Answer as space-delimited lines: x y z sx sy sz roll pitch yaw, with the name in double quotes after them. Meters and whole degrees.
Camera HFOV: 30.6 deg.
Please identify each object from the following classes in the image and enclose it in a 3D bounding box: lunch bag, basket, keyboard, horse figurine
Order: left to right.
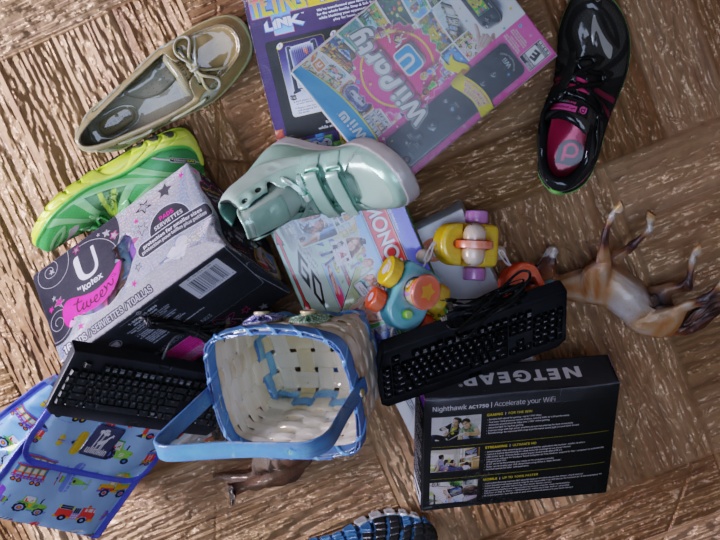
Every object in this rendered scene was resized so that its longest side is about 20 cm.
-0.280 0.168 1.321 0.150 0.094 0.200 21 127 -38 "lunch bag"
-0.192 0.097 1.256 0.199 0.021 0.128 14 107 -42 "keyboard"
-0.077 0.116 1.218 0.175 0.200 0.140 -3 117 23 "basket"
0.110 0.067 1.241 0.199 0.040 0.105 -19 125 -15 "keyboard"
0.281 0.013 1.323 0.199 0.050 0.133 29 117 -11 "horse figurine"

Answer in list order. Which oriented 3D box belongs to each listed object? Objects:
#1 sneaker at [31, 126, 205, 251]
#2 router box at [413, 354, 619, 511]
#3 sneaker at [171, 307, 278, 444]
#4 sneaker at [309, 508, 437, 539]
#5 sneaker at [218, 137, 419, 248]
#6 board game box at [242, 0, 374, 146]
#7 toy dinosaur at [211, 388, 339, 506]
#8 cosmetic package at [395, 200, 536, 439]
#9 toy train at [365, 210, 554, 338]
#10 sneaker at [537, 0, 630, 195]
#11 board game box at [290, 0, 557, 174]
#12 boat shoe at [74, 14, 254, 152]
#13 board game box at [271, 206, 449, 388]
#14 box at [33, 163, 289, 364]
-0.243 -0.067 1.323 0.199 0.074 0.084 -29 97 10 "sneaker"
0.156 0.165 1.334 0.199 0.051 0.150 -4 124 -6 "router box"
-0.154 0.108 1.377 0.082 0.077 0.200 44 99 14 "sneaker"
-0.004 0.323 1.421 0.199 0.075 0.087 -20 113 13 "sneaker"
-0.043 -0.060 1.186 0.118 0.200 0.074 -46 124 -28 "sneaker"
0.001 -0.208 1.282 0.199 0.057 0.166 -11 102 7 "board game box"
-0.072 0.182 1.381 0.200 0.135 0.086 -53 53 33 "toy dinosaur"
0.078 0.051 1.349 0.150 0.052 0.201 -26 101 7 "cosmetic package"
0.106 0.027 1.268 0.199 0.056 0.151 -26 100 -21 "toy train"
0.214 -0.167 1.263 0.076 0.084 0.201 9 105 10 "sneaker"
0.057 -0.191 1.217 0.200 0.064 0.148 -39 100 5 "board game box"
-0.193 -0.179 1.294 0.200 0.063 0.073 -29 101 13 "boat shoe"
0.000 0.000 1.301 0.134 0.029 0.201 -22 99 9 "board game box"
-0.197 0.012 1.295 0.200 0.132 0.115 -35 57 11 "box"
